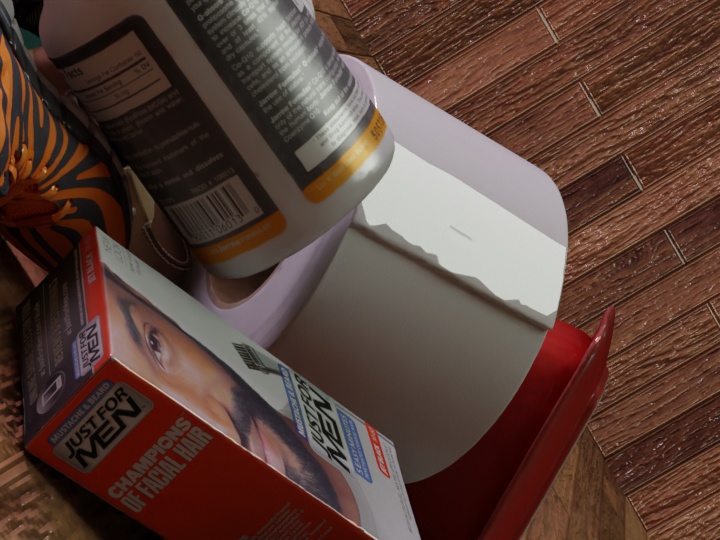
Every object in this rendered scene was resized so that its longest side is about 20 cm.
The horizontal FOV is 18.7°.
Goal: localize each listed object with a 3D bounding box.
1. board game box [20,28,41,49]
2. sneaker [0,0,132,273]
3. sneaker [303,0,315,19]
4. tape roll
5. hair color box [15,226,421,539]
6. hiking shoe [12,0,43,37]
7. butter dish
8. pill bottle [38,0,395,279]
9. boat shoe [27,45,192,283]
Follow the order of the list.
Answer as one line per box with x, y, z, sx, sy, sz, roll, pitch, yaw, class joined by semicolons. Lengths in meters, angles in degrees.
-0.224;-0.213;1.268;0.201;0.045;0.152;58;8;-14;board game box
-0.167;-0.042;0.978;0.113;0.077;0.201;-90;156;-46;sneaker
-0.099;-0.216;1.471;0.199;0.076;0.092;29;24;-36;sneaker
0.000;0.000;1.218;0.138;0.203;0.203;28;23;-26;tape roll
-0.062;0.080;1.004;0.199;0.064;0.111;36;19;-28;hair color box
-0.153;-0.148;1.120;0.101;0.198;0.076;21;84;-71;hiking shoe
0.062;0.088;1.375;0.147;0.201;0.199;30;8;6;butter dish
-0.081;-0.105;1.041;0.201;0.116;0.117;55;9;-16;pill bottle
-0.134;-0.052;1.160;0.200;0.071;0.076;48;14;-55;boat shoe
